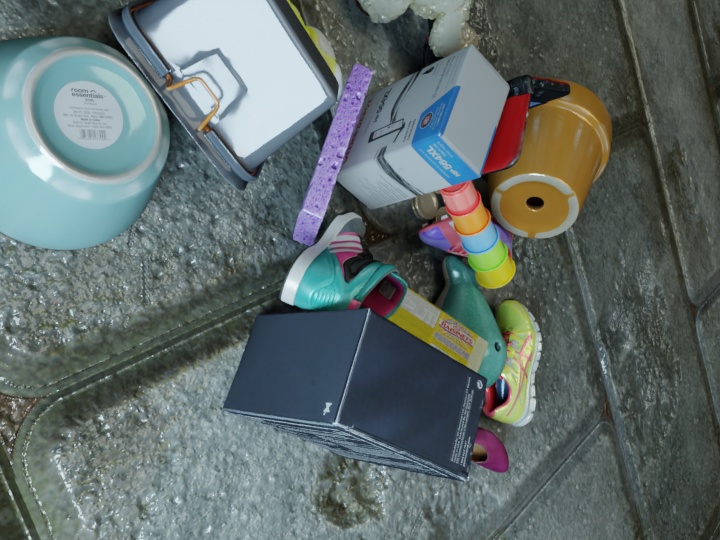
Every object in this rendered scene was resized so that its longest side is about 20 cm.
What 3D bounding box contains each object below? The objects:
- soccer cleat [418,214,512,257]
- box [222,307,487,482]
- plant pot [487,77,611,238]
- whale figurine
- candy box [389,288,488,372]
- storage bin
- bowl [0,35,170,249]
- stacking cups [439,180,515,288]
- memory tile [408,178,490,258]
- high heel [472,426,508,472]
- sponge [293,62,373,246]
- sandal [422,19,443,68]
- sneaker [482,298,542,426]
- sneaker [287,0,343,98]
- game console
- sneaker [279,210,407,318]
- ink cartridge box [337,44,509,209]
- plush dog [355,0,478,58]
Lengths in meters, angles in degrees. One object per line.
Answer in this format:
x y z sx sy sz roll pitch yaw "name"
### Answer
0.164 -0.043 0.953 0.200 0.067 0.077 -4 77 -47 "soccer cleat"
-0.004 0.134 0.706 0.198 0.200 0.124 32 65 -36 "box"
0.273 -0.155 0.978 0.200 0.200 0.184 46 44 -28 "plant pot"
0.157 0.077 0.929 0.159 0.104 0.201 21 68 -39 "whale figurine"
0.065 0.074 0.821 0.200 0.026 0.102 34 42 0 "candy box"
-0.117 -0.200 0.621 0.200 0.134 0.146 54 16 -22 "storage bin"
-0.253 -0.124 0.576 0.200 0.105 0.202 6 81 -43 "bowl"
0.151 -0.052 0.862 0.200 0.060 0.061 50 53 -45 "stacking cups"
0.128 -0.126 0.988 0.200 0.017 0.154 40 59 -31 "memory tile"
0.132 0.253 0.907 0.200 0.067 0.096 40 48 -15 "high heel"
-0.033 -0.136 0.772 0.030 0.112 0.201 20 72 -4 "sponge"
0.129 -0.344 0.991 0.075 0.045 0.201 12 60 -13 "sandal"
0.228 0.142 1.006 0.090 0.078 0.201 8 77 -35 "sneaker"
-0.106 -0.260 0.734 0.105 0.076 0.200 -43 114 -17 "sneaker"
0.170 -0.180 0.887 0.172 0.200 0.119 -9 91 -43 "game console"
0.000 0.000 0.750 0.120 0.084 0.200 25 32 7 "sneaker"
0.072 -0.174 0.818 0.084 0.200 0.146 36 61 -31 "ink cartridge box"
0.103 -0.420 0.902 0.199 0.161 0.172 21 46 -17 "plush dog"
